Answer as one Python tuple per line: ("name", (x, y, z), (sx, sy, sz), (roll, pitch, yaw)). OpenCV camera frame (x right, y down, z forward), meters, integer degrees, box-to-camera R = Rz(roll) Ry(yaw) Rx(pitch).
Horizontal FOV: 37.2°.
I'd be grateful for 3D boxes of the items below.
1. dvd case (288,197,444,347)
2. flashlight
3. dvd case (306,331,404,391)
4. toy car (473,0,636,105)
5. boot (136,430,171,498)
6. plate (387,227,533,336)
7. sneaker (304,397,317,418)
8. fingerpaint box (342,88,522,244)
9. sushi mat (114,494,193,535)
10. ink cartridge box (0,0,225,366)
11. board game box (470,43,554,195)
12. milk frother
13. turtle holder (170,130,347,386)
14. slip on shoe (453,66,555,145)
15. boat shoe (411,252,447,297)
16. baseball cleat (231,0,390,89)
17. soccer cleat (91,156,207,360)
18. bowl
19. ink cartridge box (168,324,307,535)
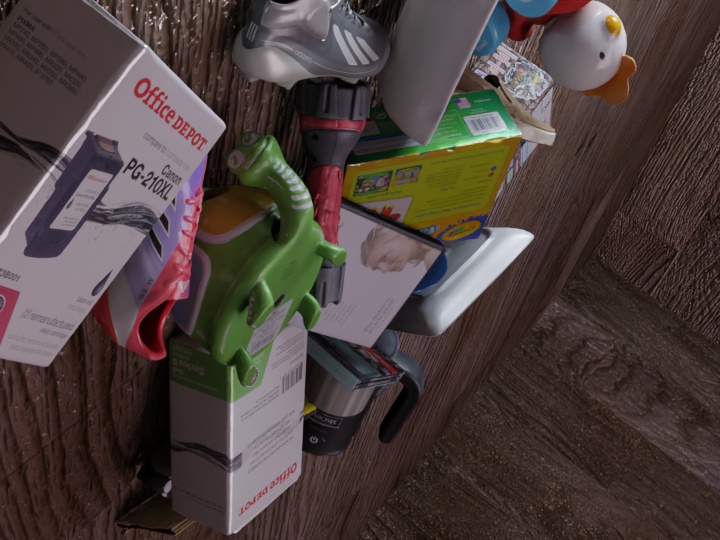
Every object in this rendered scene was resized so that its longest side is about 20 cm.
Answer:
("dvd case", (-0.012, 0.004, 1.099), (0.199, 0.018, 0.143), (20, 112, -48))
("flashlight", (-0.031, -0.070, 0.963), (0.067, 0.067, 0.204), (-14, 113, -53))
("dvd case", (-0.029, 0.087, 1.298), (0.022, 0.146, 0.200), (-51, 165, 8))
("toy car", (0.234, -0.268, 1.143), (0.185, 0.200, 0.176), (-49, -168, -31))
("boot", (-0.173, 0.186, 1.243), (0.133, 0.069, 0.200), (-61, 169, 4))
("plate", (0.084, 0.000, 1.315), (0.200, 0.198, 0.033), (-43, 118, -28))
("sneaker", (-0.115, 0.161, 1.324), (0.077, 0.086, 0.200), (-30, 174, 4))
("fingerpaint box", (0.048, -0.094, 1.121), (0.197, 0.074, 0.168), (-13, 146, -21))
("sushi mat", (-0.201, 0.271, 1.307), (0.199, 0.094, 0.012), (-28, 111, -58))
("ink cartridge box", (-0.187, -0.053, 0.640), (0.201, 0.084, 0.145), (-53, 165, -1))
("board game box", (0.154, -0.165, 1.389), (0.201, 0.096, 0.160), (-52, 165, -7))
("milk frother", (-0.011, 0.129, 1.517), (0.202, 0.178, 0.190), (-102, -149, -49))
("turtle holder", (-0.103, -0.010, 0.894), (0.141, 0.131, 0.186), (-46, 162, -21))
("slip on shoe", (0.152, -0.195, 1.239), (0.197, 0.076, 0.062), (15, 95, -28))
("boat shoe", (0.000, 0.000, 1.237), (0.069, 0.196, 0.086), (128, -44, -85))
("baseball cleat", (-0.020, -0.200, 0.850), (0.199, 0.069, 0.107), (-32, 154, -55))
("soccer cleat", (-0.150, -0.022, 0.829), (0.066, 0.076, 0.202), (-27, 149, -58))
("bowl", (0.078, -0.235, 0.978), (0.201, 0.074, 0.201), (-70, -175, -56))
("ink cartridge box", (-0.127, 0.149, 1.128), (0.145, 0.083, 0.204), (-31, 130, -55))
